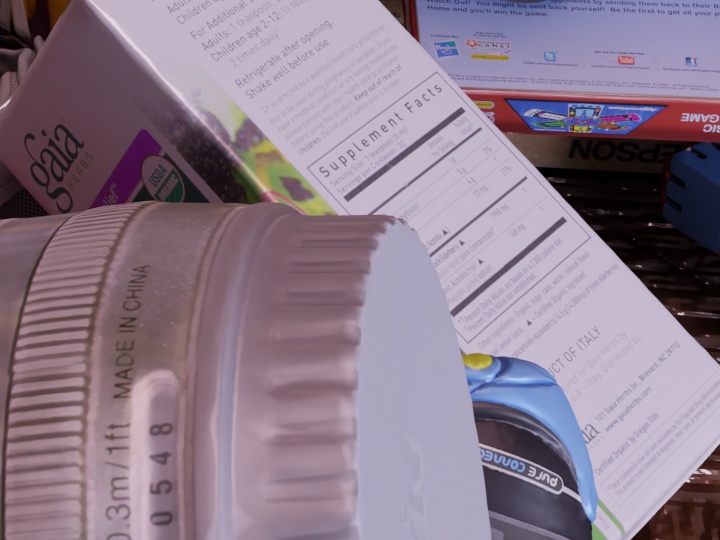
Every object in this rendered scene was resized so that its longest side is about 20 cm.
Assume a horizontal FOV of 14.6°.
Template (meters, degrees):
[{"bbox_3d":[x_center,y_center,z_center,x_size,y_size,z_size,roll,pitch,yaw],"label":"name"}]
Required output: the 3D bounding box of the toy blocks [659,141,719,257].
[{"bbox_3d":[0.190,-0.016,0.915,0.199,0.100,0.137,-25,45,-33],"label":"toy blocks"}]

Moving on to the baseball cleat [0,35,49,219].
[{"bbox_3d":[-0.078,0.008,0.802,0.070,0.107,0.200,-37,51,-4],"label":"baseball cleat"}]

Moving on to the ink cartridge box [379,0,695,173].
[{"bbox_3d":[0.039,-0.116,0.979,0.199,0.075,0.165,3,43,-9],"label":"ink cartridge box"}]

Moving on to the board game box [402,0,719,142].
[{"bbox_3d":[0.112,-0.081,0.887,0.199,0.020,0.103,2,47,-6],"label":"board game box"}]

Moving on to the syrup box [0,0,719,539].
[{"bbox_3d":[0.000,0.000,0.753,0.200,0.079,0.081,47,50,5],"label":"syrup box"}]

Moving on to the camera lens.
[{"bbox_3d":[-0.081,0.071,0.564,0.199,0.161,0.161,-6,43,12],"label":"camera lens"}]

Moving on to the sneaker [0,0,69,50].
[{"bbox_3d":[-0.116,-0.098,0.907,0.089,0.075,0.200,-7,24,-16],"label":"sneaker"}]

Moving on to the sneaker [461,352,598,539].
[{"bbox_3d":[-0.037,0.084,0.668,0.198,0.071,0.083,-20,74,9],"label":"sneaker"}]

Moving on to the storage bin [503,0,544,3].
[{"bbox_3d":[-0.002,-0.185,0.872,0.199,0.094,0.136,21,59,7],"label":"storage bin"}]
